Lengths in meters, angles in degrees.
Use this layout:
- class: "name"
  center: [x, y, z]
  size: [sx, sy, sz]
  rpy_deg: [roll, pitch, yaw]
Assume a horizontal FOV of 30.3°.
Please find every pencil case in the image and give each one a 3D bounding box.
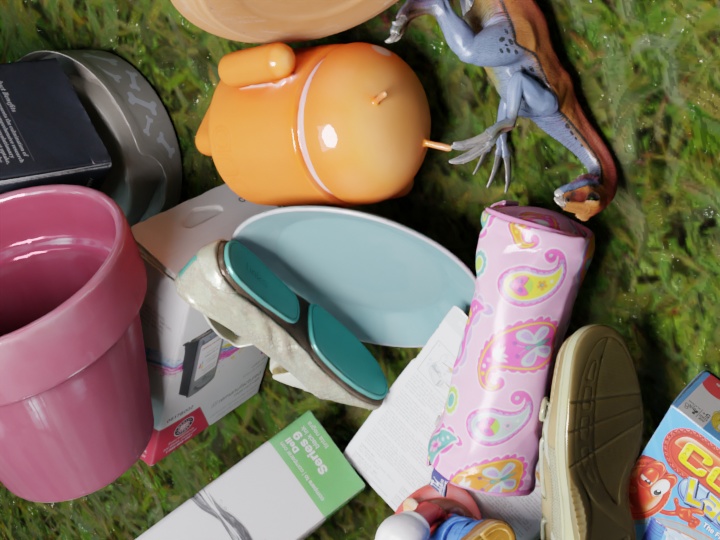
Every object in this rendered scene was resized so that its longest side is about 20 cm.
- class: "pencil case"
  center: [0.100, 0.056, 0.915]
  size: [0.087, 0.087, 0.202]
  rpy_deg: [21, 106, 32]

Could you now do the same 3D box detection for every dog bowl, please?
- class: "dog bowl"
  center: [-0.239, -0.104, 1.189]
  size: [0.199, 0.058, 0.202]
  rpy_deg: [20, 123, 34]

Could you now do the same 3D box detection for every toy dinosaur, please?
- class: "toy dinosaur"
  center: [0.107, -0.125, 0.861]
  size: [0.180, 0.105, 0.201]
  rpy_deg: [31, 120, 2]

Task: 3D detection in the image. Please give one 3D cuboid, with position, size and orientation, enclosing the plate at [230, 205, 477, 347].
- class: "plate"
  center: [0.000, 0.000, 0.994]
  size: [0.198, 0.026, 0.201]
  rpy_deg: [13, 153, 6]

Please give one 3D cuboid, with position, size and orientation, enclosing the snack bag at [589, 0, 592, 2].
- class: "snack bag"
  center: [0.172, -0.277, 0.769]
  size: [0.187, 0.021, 0.202]
  rpy_deg: [-12, 102, 44]

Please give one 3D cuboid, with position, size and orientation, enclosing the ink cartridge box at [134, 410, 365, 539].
- class: "ink cartridge box"
  center: [-0.109, 0.220, 1.112]
  size: [0.084, 0.199, 0.146]
  rpy_deg: [52, 155, 7]

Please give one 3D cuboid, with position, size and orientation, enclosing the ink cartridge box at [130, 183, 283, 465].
- class: "ink cartridge box"
  center: [-0.138, 0.043, 1.111]
  size: [0.085, 0.147, 0.201]
  rpy_deg: [37, 132, 20]

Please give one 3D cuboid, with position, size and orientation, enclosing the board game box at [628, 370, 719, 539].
- class: "board game box"
  center: [0.262, 0.206, 0.908]
  size: [0.199, 0.056, 0.197]
  rpy_deg: [38, 132, 21]

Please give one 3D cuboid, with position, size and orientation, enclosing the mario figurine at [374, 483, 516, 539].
- class: "mario figurine"
  center: [0.065, 0.220, 0.954]
  size: [0.200, 0.105, 0.125]
  rpy_deg: [163, 88, -75]

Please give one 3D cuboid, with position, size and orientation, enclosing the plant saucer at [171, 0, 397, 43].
- class: "plant saucer"
  center: [-0.031, -0.209, 0.860]
  size: [0.200, 0.199, 0.033]
  rpy_deg: [-41, 56, 44]

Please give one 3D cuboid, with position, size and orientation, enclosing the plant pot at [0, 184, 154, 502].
- class: "plant pot"
  center: [-0.240, 0.064, 0.989]
  size: [0.198, 0.200, 0.180]
  rpy_deg: [15, 135, 35]

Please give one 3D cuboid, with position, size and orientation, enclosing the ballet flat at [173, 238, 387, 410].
- class: "ballet flat"
  center: [-0.061, 0.048, 1.012]
  size: [0.062, 0.068, 0.200]
  rpy_deg: [-31, 122, 26]

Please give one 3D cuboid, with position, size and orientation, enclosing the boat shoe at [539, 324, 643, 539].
- class: "boat shoe"
  center: [0.147, 0.134, 0.898]
  size: [0.063, 0.073, 0.203]
  rpy_deg: [14, 114, 55]

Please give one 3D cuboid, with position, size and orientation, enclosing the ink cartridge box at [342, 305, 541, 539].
- class: "ink cartridge box"
  center: [0.091, 0.138, 1.035]
  size: [0.163, 0.057, 0.201]
  rpy_deg: [45, 127, 14]

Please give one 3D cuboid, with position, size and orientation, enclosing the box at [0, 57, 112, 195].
- class: "box"
  center: [-0.343, -0.061, 1.108]
  size: [0.125, 0.195, 0.200]
  rpy_deg: [60, 136, 20]

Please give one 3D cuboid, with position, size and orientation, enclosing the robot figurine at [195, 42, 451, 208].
- class: "robot figurine"
  center: [-0.030, -0.104, 0.965]
  size: [0.199, 0.116, 0.145]
  rpy_deg: [3, 114, 44]
